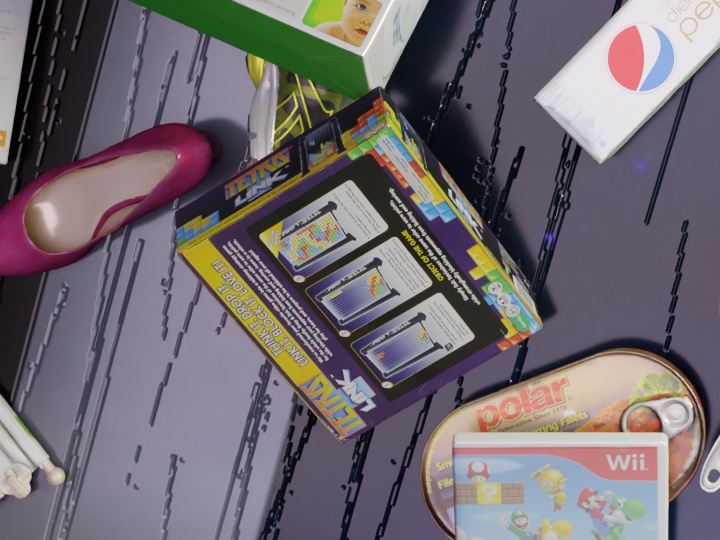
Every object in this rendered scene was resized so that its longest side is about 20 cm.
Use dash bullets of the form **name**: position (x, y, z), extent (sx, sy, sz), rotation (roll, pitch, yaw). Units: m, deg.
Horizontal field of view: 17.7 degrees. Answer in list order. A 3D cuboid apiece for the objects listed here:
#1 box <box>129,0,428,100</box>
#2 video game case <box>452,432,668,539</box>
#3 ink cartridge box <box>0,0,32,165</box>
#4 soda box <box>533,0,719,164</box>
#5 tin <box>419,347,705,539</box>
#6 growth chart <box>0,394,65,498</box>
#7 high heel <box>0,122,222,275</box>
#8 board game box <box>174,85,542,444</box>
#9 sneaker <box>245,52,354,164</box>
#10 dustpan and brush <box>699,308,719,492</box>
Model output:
- **box**: position (-0.043, -0.233, 1.508), extent (0.200, 0.097, 0.177), rotation (25, 77, 11)
- **video game case**: position (0.136, 0.203, 1.553), extent (0.142, 0.017, 0.201), rotation (0, 110, 7)
- **ink cartridge box**: position (-0.323, -0.183, 1.575), extent (0.197, 0.047, 0.201), rotation (7, 96, -27)
- **soda box**: position (0.207, -0.163, 1.507), extent (0.064, 0.068, 0.200), rotation (46, 103, 4)
- **tin**: position (0.138, 0.122, 1.566), extent (0.199, 0.042, 0.112), rotation (-21, 95, 14)
- **growth chart**: position (-0.330, 0.144, 1.676), extent (0.200, 0.018, 0.145), rotation (-34, 88, 13)
- **high heel**: position (-0.190, -0.045, 1.587), extent (0.199, 0.096, 0.068), rotation (-20, 91, 13)
- **board game box**: position (0.000, 0.000, 1.524), extent (0.165, 0.057, 0.200), rotation (-29, 123, 14)
- **sneaker**: position (-0.030, -0.104, 1.559), extent (0.084, 0.074, 0.201), rotation (-5, 95, 12)
- **dustpan and brush**: position (0.279, 0.057, 1.517), extent (0.139, 0.057, 0.200), rotation (31, 101, 7)
